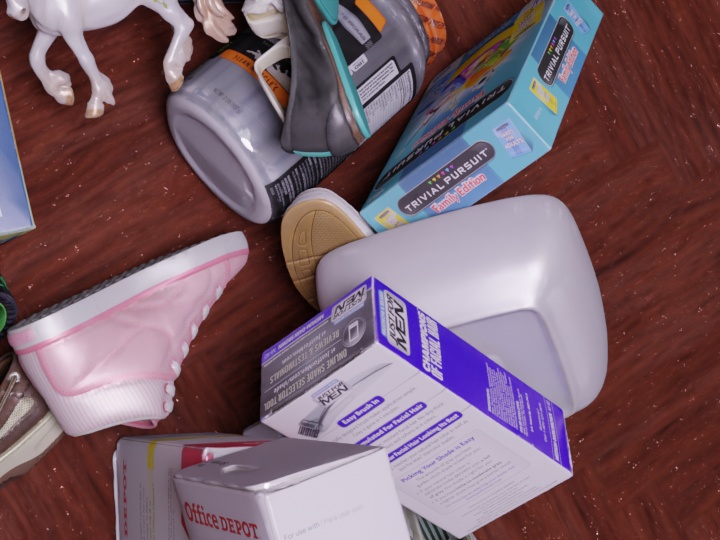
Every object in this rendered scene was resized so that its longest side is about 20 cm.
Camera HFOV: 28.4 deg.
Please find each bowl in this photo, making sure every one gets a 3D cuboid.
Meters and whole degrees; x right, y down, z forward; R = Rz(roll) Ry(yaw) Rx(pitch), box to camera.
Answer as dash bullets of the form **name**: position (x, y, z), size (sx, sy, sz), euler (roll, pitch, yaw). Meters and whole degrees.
- **bowl**: position (0.078, 0.055, 1.021), size (0.197, 0.075, 0.201), euler (-15, 135, 11)

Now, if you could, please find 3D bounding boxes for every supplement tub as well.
- **supplement tub**: position (-0.037, -0.140, 1.052), size (0.200, 0.122, 0.123), euler (-43, 103, -20)

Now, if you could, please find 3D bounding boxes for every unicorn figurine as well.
- **unicorn figurine**: position (-0.179, -0.176, 0.954), size (0.199, 0.073, 0.139), euler (-35, 130, -37)

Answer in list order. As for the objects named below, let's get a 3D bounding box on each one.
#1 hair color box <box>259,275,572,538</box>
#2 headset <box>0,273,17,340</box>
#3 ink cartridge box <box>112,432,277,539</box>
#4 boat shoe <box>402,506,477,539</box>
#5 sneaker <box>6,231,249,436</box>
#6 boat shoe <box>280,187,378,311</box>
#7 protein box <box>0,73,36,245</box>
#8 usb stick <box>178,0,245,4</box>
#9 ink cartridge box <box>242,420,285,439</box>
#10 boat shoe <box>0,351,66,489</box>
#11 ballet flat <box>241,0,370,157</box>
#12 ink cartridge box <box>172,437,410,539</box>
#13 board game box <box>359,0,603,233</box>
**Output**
- **hair color box**: position (0.039, 0.098, 0.964), size (0.199, 0.109, 0.065), euler (34, 35, -33)
- **headset**: position (-0.311, 0.071, 0.927), size (0.199, 0.123, 0.095), euler (-32, 71, 7)
- **ink cartridge box**: position (-0.100, 0.186, 0.964), size (0.083, 0.200, 0.147), euler (-1, 87, -26)
- **boat shoe**: position (0.060, 0.222, 1.087), size (0.072, 0.062, 0.201), euler (-46, 116, -29)
- **sneaker**: position (-0.146, 0.049, 1.004), size (0.199, 0.075, 0.106), euler (-29, 98, -40)
- **boat shoe**: position (0.000, 0.000, 1.064), size (0.201, 0.070, 0.070), euler (57, 28, -42)
- **protein box**: position (-0.336, -0.100, 0.915), size (0.197, 0.135, 0.202), euler (-13, 92, -23)
- **usb stick**: position (-0.147, -0.218, 1.019), size (0.197, 0.033, 0.056), euler (-1, 103, 0)
- **ink cartridge box**: position (-0.041, 0.173, 1.053), size (0.099, 0.039, 0.203), euler (2, 86, -56)
- **boat shoe**: position (-0.285, 0.136, 0.954), size (0.203, 0.074, 0.075), euler (-49, 121, -29)
- **ballet flat**: position (-0.043, -0.163, 0.959), size (0.068, 0.068, 0.202), euler (-16, 59, 10)
- **ink cartridge box**: position (-0.024, 0.201, 0.807), size (0.084, 0.146, 0.202), euler (-17, 94, -27)
- **board game box**: position (0.091, -0.118, 1.043), size (0.047, 0.151, 0.201), euler (44, 38, -13)
